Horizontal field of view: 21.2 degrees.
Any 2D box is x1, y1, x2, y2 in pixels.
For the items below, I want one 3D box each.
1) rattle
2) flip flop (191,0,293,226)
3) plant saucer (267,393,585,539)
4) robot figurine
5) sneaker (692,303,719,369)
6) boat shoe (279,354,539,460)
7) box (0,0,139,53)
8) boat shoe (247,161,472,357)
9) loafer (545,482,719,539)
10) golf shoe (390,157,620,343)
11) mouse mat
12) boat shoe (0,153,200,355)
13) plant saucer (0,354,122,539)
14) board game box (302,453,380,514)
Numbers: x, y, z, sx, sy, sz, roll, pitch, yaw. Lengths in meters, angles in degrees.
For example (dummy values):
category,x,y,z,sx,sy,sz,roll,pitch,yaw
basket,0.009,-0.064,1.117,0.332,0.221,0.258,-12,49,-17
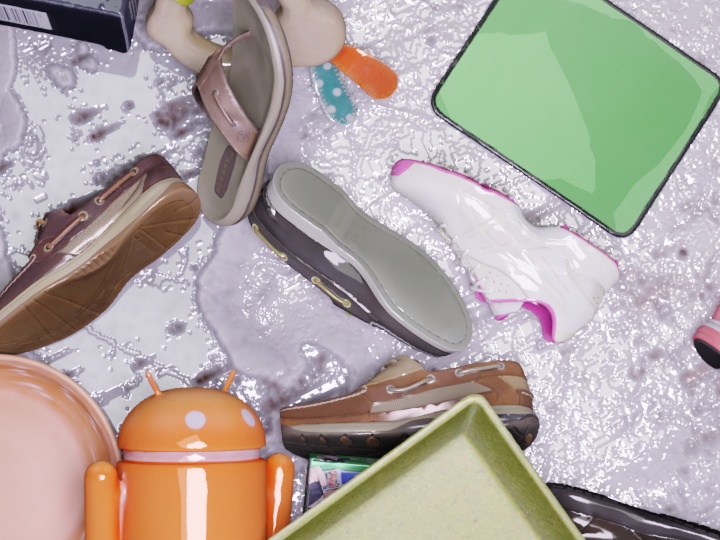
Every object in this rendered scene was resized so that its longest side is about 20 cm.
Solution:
category,x,y,z,sx,sy,sz,roll,pitch,yaw
rattle,-0.068,-0.213,1.531,0.199,0.143,0.131,15,116,-18
flip flop,-0.101,-0.122,1.454,0.057,0.081,0.201,-5,129,-32
plant saucer,0.061,0.222,1.434,0.200,0.048,0.200,-36,98,0
robot figurine,-0.128,0.175,1.440,0.143,0.117,0.201,-1,87,8
sneaker,0.366,0.073,1.516,0.200,0.074,0.087,31,81,-1
boat shoe,0.037,0.107,1.492,0.199,0.076,0.074,-3,63,1
box,-0.257,-0.293,1.480,0.196,0.117,0.201,10,82,-4
boat shoe,0.000,0.000,1.502,0.201,0.061,0.072,42,44,-3
loafer,0.228,0.225,1.496,0.199,0.073,0.072,18,89,5
golf shoe,0.103,-0.016,1.505,0.199,0.075,0.092,29,86,0
mouse mat,0.176,-0.142,1.555,0.200,0.008,0.161,34,83,0
boat shoe,-0.218,-0.016,1.488,0.200,0.072,0.072,-40,58,3
plant saucer,-0.281,0.165,1.472,0.199,0.037,0.201,0,85,-4
board game box,0.017,0.246,1.474,0.134,0.029,0.201,5,95,-5
